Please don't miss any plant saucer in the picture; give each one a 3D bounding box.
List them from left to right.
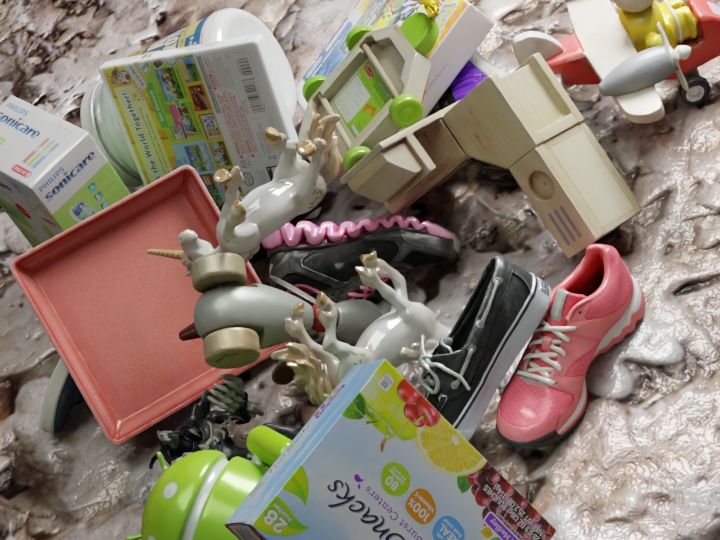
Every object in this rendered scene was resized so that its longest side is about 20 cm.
[{"bbox_3d":[-0.199,0.033,1.583,0.199,0.200,0.037,-30,-2,-12],"label":"plant saucer"}]

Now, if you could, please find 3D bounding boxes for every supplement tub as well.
[{"bbox_3d":[-0.184,-0.179,1.775,0.200,0.145,0.145,-21,41,29],"label":"supplement tub"}]

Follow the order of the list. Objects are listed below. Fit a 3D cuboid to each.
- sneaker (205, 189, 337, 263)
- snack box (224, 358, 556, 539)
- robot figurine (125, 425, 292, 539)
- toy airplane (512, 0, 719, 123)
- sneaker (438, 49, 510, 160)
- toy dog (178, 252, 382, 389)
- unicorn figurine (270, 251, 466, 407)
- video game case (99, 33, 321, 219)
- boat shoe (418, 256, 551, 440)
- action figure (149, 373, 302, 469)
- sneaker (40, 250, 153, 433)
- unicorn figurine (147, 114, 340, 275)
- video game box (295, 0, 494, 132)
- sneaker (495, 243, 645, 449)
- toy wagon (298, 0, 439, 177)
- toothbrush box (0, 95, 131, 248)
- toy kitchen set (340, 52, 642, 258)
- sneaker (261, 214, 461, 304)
[{"bbox_3d":[-0.119,-0.026,1.666,0.200,0.104,0.060,-46,70,30],"label":"sneaker"},{"bbox_3d":[0.025,0.197,1.271,0.169,0.200,0.068,-49,12,-22],"label":"snack box"},{"bbox_3d":[-0.087,0.217,1.342,0.199,0.116,0.176,19,88,9],"label":"robot figurine"},{"bbox_3d":[0.239,-0.226,1.569,0.200,0.141,0.199,27,48,25],"label":"toy airplane"},{"bbox_3d":[0.106,-0.161,1.671,0.099,0.070,0.200,-43,43,-11],"label":"sneaker"},{"bbox_3d":[-0.083,0.053,1.508,0.096,0.200,0.132,-27,42,46],"label":"toy dog"},{"bbox_3d":[0.028,0.054,1.466,0.200,0.138,0.074,-36,5,-3],"label":"unicorn figurine"},{"bbox_3d":[-0.151,-0.133,1.690,0.181,0.200,0.023,-7,29,23],"label":"video game case"},{"bbox_3d":[0.081,0.081,1.399,0.200,0.068,0.074,-57,18,10],"label":"boat shoe"},{"bbox_3d":[-0.117,0.153,1.464,0.199,0.102,0.119,2,62,28],"label":"action figure"},{"bbox_3d":[-0.241,0.077,1.623,0.200,0.084,0.075,-64,7,-2],"label":"sneaker"},{"bbox_3d":[-0.097,-0.056,1.502,0.200,0.137,0.074,-23,65,-9],"label":"unicorn figurine"},{"bbox_3d":[0.028,-0.216,1.720,0.200,0.047,0.182,-53,38,10],"label":"video game box"},{"bbox_3d":[0.167,0.058,1.409,0.074,0.087,0.200,16,59,35],"label":"sneaker"},{"bbox_3d":[0.017,-0.182,1.637,0.200,0.040,0.155,-47,38,16],"label":"toy wagon"},{"bbox_3d":[-0.298,-0.066,1.701,0.145,0.200,0.086,27,65,42],"label":"toothbrush box"},{"bbox_3d":[0.104,-0.060,1.533,0.163,0.181,0.200,-29,-6,-42],"label":"toy kitchen set"},{"bbox_3d":[0.000,0.000,1.585,0.199,0.079,0.096,-4,74,21],"label":"sneaker"}]
